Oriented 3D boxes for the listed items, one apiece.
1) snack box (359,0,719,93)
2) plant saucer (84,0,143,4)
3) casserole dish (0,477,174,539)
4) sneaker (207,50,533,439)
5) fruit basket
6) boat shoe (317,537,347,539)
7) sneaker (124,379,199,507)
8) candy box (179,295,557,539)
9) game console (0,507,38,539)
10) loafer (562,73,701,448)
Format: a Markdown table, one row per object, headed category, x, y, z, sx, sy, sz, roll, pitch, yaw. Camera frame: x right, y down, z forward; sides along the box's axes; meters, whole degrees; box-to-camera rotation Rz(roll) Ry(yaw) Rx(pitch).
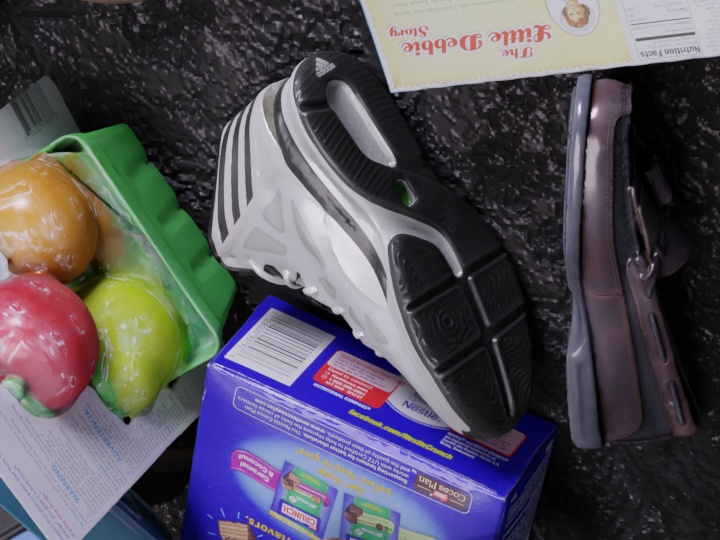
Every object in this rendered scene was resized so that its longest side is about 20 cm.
| category | x | y | z | sx | sy | sz | roll | pitch | yaw |
| --- | --- | --- | --- | --- | --- | --- | --- | --- | --- |
| snack box | 0.084 | -0.145 | 1.301 | 0.199 | 0.037 | 0.117 | -4 | 115 | 34 |
| plant saucer | -0.145 | -0.215 | 1.412 | 0.200 | 0.029 | 0.201 | 17 | 126 | 25 |
| casserole dish | -0.158 | 0.104 | 1.493 | 0.039 | 0.121 | 0.200 | -46 | 106 | 1 |
| sneaker | 0.000 | 0.000 | 1.434 | 0.115 | 0.076 | 0.201 | -27 | 93 | 49 |
| fruit basket | -0.154 | 0.020 | 1.449 | 0.094 | 0.200 | 0.185 | -27 | 102 | 39 |
| boat shoe | -0.011 | 0.159 | 1.431 | 0.199 | 0.072 | 0.065 | -3 | 112 | 24 |
| sneaker | -0.172 | 0.055 | 1.570 | 0.200 | 0.070 | 0.076 | 38 | 137 | 8 |
| candy box | -0.004 | 0.138 | 1.508 | 0.169 | 0.077 | 0.200 | 24 | 127 | 16 |
| game console | -0.189 | 0.220 | 1.604 | 0.176 | 0.116 | 0.200 | -31 | 105 | 13 |
| loafer | 0.126 | -0.003 | 1.354 | 0.063 | 0.072 | 0.200 | 3 | 127 | 9 |
